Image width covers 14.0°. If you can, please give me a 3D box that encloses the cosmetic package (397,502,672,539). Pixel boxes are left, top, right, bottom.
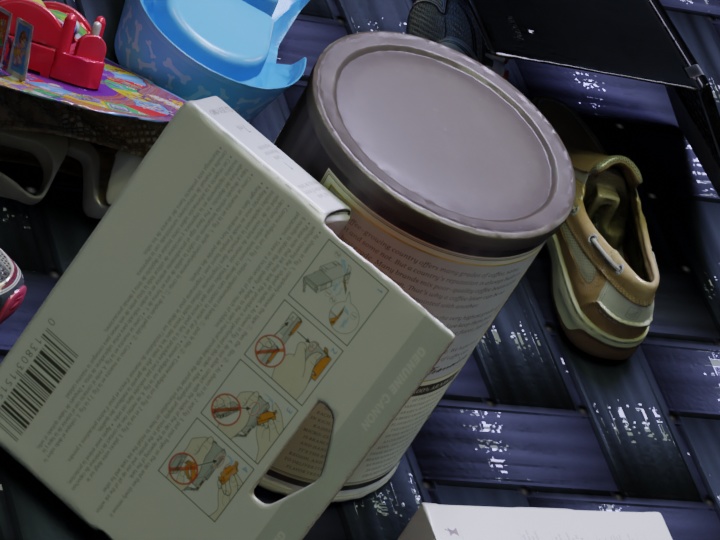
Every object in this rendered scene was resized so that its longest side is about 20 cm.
[{"bbox_3d":[0.114,0.210,1.469,0.150,0.052,0.200,7,44,-31],"label":"cosmetic package"}]

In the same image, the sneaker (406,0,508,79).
[{"bbox_3d":[0.041,-0.100,1.742,0.082,0.078,0.200,17,40,-16],"label":"sneaker"}]

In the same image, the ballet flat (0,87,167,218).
[{"bbox_3d":[-0.160,-0.063,1.591,0.199,0.070,0.066,11,69,-20],"label":"ballet flat"}]

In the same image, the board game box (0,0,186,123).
[{"bbox_3d":[-0.170,-0.129,1.587,0.158,0.039,0.200,7,15,-40],"label":"board game box"}]

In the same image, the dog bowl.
[{"bbox_3d":[-0.088,-0.154,1.724,0.111,0.050,0.200,28,34,-14],"label":"dog bowl"}]

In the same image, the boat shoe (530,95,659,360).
[{"bbox_3d":[0.141,-0.042,1.745,0.071,0.076,0.200,6,44,-27],"label":"boat shoe"}]

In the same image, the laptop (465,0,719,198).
[{"bbox_3d":[0.144,-0.110,1.783,0.115,0.201,0.187,-21,31,2],"label":"laptop"}]

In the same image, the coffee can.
[{"bbox_3d":[0.000,0.000,1.499,0.146,0.200,0.147,20,37,-16],"label":"coffee can"}]

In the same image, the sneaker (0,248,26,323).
[{"bbox_3d":[-0.254,-0.039,1.478,0.200,0.075,0.081,35,38,4],"label":"sneaker"}]

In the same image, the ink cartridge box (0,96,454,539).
[{"bbox_3d":[-0.068,0.047,1.408,0.173,0.200,0.044,40,17,11],"label":"ink cartridge box"}]
